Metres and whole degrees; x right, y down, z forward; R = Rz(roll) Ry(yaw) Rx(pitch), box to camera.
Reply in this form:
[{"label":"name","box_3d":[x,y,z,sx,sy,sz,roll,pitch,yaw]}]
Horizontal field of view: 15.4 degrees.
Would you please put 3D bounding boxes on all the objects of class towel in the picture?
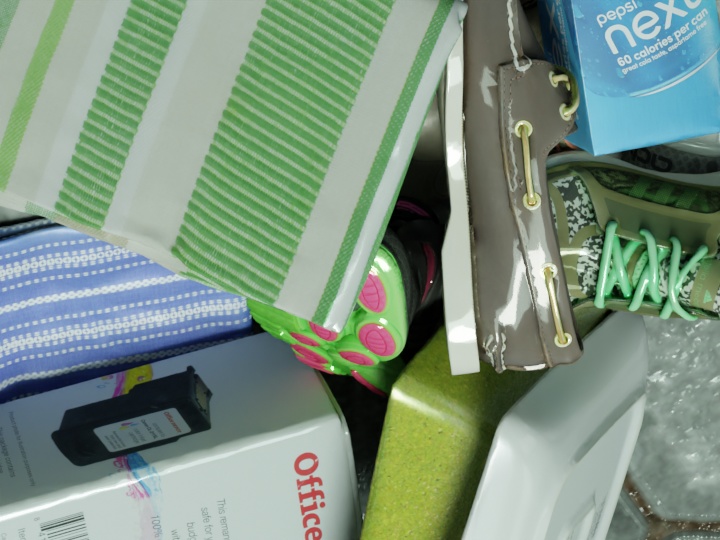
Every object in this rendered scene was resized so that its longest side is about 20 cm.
[{"label":"towel","box_3d":[-0.073,-0.077,1.065,0.200,0.023,0.153,22,93,5]},{"label":"towel","box_3d":[-0.120,0.058,1.279,0.145,0.024,0.200,-10,127,-11]}]

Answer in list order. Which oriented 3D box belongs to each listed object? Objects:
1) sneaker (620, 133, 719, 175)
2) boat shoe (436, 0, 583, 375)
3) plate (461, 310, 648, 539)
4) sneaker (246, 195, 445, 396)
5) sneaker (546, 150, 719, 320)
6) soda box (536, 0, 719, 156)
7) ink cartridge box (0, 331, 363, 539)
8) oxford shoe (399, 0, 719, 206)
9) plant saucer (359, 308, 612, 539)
[{"label":"sneaker","box_3d":[0.210,-0.040,1.282,0.200,0.074,0.088,9,121,-18]},{"label":"boat shoe","box_3d":[0.062,-0.056,1.111,0.059,0.072,0.200,-2,99,2]},{"label":"plate","box_3d":[0.083,0.130,1.237,0.032,0.200,0.200,21,112,16]},{"label":"sneaker","box_3d":[0.000,0.000,1.171,0.077,0.200,0.084,21,81,6]},{"label":"sneaker","box_3d":[0.137,-0.006,1.180,0.200,0.089,0.077,-5,112,-21]},{"label":"soda box","box_3d":[0.105,-0.154,1.119,0.064,0.068,0.200,-12,103,-7]},{"label":"ink cartridge box","box_3d":[-0.104,0.128,1.270,0.200,0.083,0.146,-15,126,-11]},{"label":"oxford shoe","box_3d":[0.072,-0.079,1.206,0.200,0.075,0.070,-37,130,12]},{"label":"plant saucer","box_3d":[0.061,0.093,1.260,0.048,0.200,0.200,22,125,16]}]
